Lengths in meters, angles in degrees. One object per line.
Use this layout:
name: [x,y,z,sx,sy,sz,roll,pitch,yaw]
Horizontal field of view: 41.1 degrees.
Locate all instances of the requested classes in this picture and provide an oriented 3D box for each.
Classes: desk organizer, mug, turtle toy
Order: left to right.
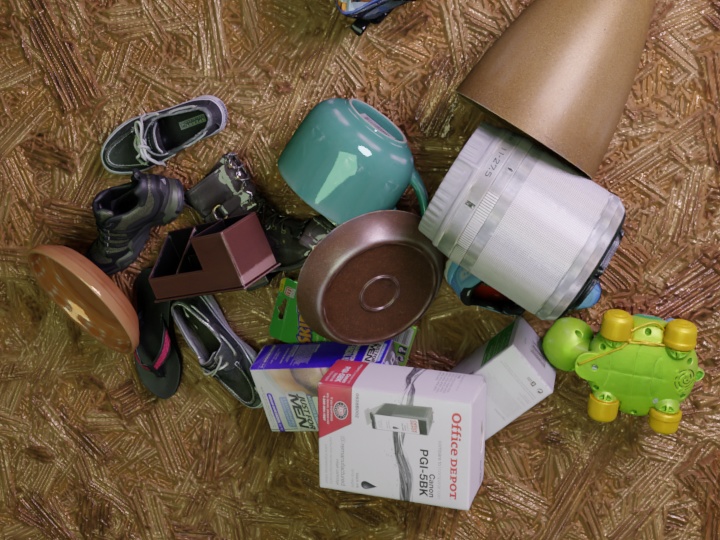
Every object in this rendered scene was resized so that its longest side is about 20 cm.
desk organizer: [-0.206,-0.016,1.266,0.198,0.072,0.078,-9,110,44]
mug: [0.002,-0.132,1.178,0.183,0.153,0.115,21,115,-36]
turtle toy: [0.325,0.108,1.192,0.197,0.101,0.148,10,111,12]

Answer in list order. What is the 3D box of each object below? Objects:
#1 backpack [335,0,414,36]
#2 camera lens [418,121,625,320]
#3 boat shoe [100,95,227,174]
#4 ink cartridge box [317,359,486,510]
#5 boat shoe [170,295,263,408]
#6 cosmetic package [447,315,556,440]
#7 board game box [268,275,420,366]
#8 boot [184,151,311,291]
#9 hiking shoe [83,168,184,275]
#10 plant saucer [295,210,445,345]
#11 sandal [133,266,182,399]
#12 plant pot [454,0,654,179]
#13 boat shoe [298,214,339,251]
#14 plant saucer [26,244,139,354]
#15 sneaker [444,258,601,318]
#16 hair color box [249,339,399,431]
backpack: [0.037,-0.393,1.075,0.188,0.154,0.203,-20,100,10]
camera lens: [0.185,-0.053,1.085,0.199,0.160,0.161,33,114,6]
boat shoe: [-0.271,-0.173,1.273,0.196,0.068,0.075,-13,105,19]
ink cartridge box: [0.051,0.203,1.197,0.197,0.083,0.149,4,107,18]
boat shoe: [-0.203,0.118,1.353,0.072,0.071,0.201,-35,94,30]
cosmetic package: [0.156,0.164,1.255,0.199,0.108,0.085,-40,95,22]
board game box: [-0.025,0.080,1.317,0.197,0.030,0.097,19,115,5]
boot: [-0.132,-0.079,1.269,0.198,0.069,0.176,-27,101,24]
hiking shoe: [-0.330,-0.070,1.298,0.199,0.076,0.100,-40,138,25]
plant saucer: [0.019,0.020,1.179,0.197,0.035,0.203,-12,128,-16]
sandal: [-0.302,0.095,1.389,0.074,0.045,0.203,5,110,13]
plant pot: [0.233,-0.237,1.068,0.185,0.186,0.202,31,100,3]
boat shoe: [0.000,0.000,1.227,0.061,0.072,0.201,-46,122,-2]
plant saucer: [-0.382,0.035,1.346,0.199,0.038,0.201,31,151,19]
sneaker: [0.203,0.030,1.185,0.196,0.090,0.079,4,123,-7]
hair color box: [-0.041,0.159,1.311,0.197,0.065,0.111,-5,119,22]
